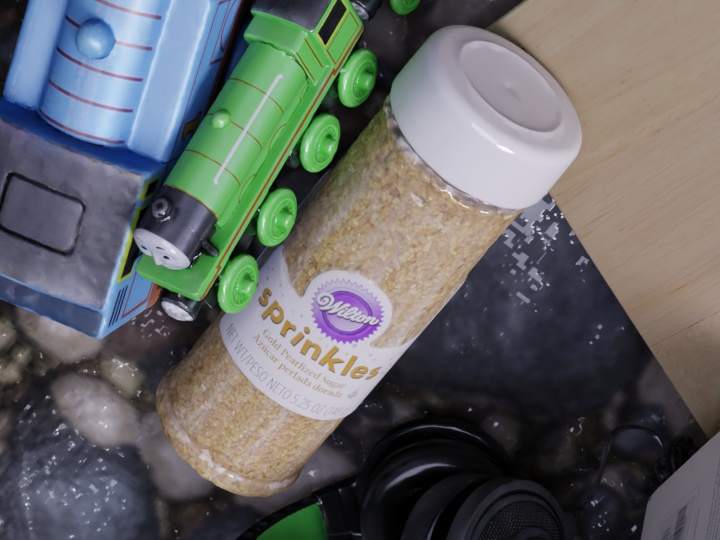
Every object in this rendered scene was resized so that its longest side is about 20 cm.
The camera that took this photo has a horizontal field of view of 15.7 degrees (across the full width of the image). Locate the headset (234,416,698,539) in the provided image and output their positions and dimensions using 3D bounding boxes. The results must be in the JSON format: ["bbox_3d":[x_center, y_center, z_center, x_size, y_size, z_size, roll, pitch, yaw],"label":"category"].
[{"bbox_3d":[0.045,0.114,1.012,0.200,0.123,0.094,-19,109,-11],"label":"headset"}]

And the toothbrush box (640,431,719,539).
[{"bbox_3d":[0.195,0.157,0.922,0.200,0.146,0.086,24,140,-10],"label":"toothbrush box"}]

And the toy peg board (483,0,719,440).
[{"bbox_3d":[0.174,-0.055,0.934,0.200,0.098,0.199,-33,91,48],"label":"toy peg board"}]

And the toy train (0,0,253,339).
[{"bbox_3d":[-0.082,-0.076,0.948,0.087,0.114,0.200,22,109,8],"label":"toy train"}]

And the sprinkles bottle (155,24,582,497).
[{"bbox_3d":[0.000,0.000,0.974,0.068,0.068,0.200,34,123,-8],"label":"sprinkles bottle"}]

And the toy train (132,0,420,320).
[{"bbox_3d":[-0.022,-0.074,0.935,0.042,0.056,0.200,21,72,27],"label":"toy train"}]
